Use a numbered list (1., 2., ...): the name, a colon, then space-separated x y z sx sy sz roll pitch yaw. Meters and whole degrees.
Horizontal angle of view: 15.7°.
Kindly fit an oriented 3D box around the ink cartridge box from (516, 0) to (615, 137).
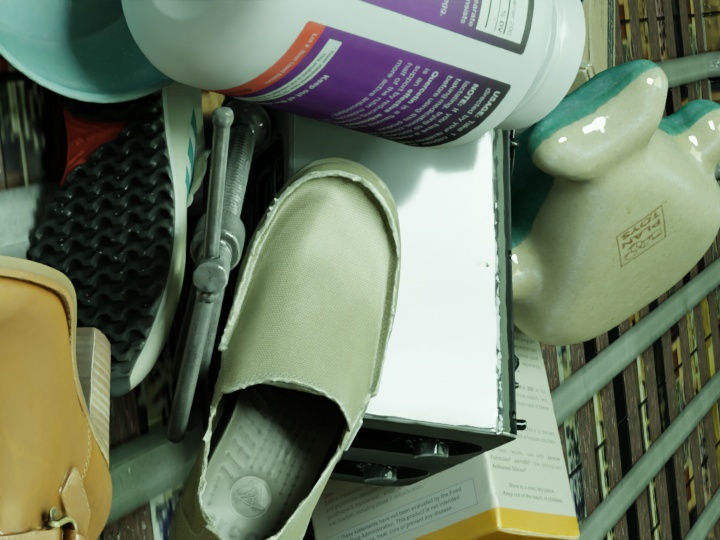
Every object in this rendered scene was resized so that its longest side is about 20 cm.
1. ink cartridge box: 0.038 -0.147 1.428 0.075 0.199 0.165 62 29 -56

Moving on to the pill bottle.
1. pill bottle: 0.003 -0.115 1.102 0.200 0.112 0.113 13 71 -46

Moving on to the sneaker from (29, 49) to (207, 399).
1. sneaker: -0.095 -0.032 1.155 0.093 0.070 0.201 42 43 -60

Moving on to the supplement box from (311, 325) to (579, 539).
1. supplement box: 0.031 0.063 1.389 0.073 0.126 0.201 12 61 -47

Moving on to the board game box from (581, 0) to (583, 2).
1. board game box: 0.015 -0.167 1.269 0.151 0.199 0.047 110 -13 -58

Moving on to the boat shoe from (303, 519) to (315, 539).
1. boat shoe: 0.019 0.178 1.497 0.200 0.070 0.091 58 35 -55

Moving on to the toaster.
1. toaster: 0.000 0.000 1.259 0.181 0.118 0.201 147 -56 -69

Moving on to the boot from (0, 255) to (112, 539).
1. boot: -0.140 0.081 0.964 0.200 0.073 0.156 42 49 -64

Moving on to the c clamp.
1. c clamp: -0.058 -0.017 1.139 0.200 0.027 0.172 -86 -174 -69

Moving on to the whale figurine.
1. whale figurine: 0.110 -0.048 1.308 0.104 0.159 0.200 52 -8 25

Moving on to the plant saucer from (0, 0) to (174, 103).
1. plant saucer: -0.120 -0.169 1.078 0.200 0.036 0.201 -1 91 -52

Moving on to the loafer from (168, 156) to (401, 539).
1. loafer: -0.026 0.045 1.116 0.068 0.075 0.201 140 -34 -75
